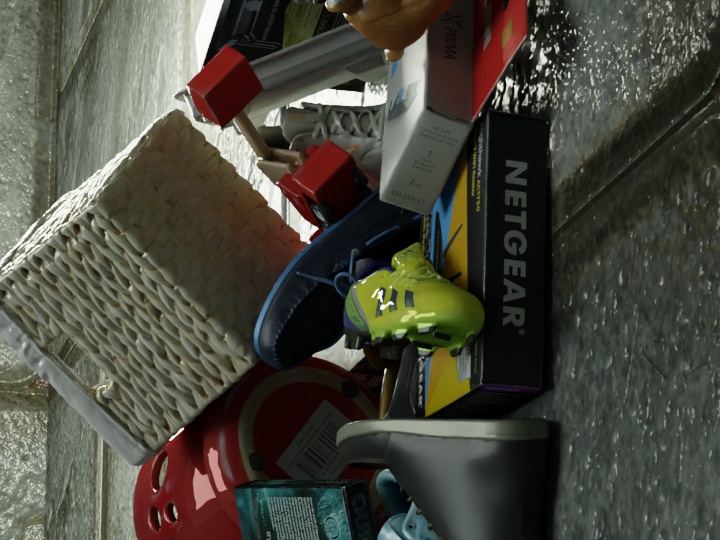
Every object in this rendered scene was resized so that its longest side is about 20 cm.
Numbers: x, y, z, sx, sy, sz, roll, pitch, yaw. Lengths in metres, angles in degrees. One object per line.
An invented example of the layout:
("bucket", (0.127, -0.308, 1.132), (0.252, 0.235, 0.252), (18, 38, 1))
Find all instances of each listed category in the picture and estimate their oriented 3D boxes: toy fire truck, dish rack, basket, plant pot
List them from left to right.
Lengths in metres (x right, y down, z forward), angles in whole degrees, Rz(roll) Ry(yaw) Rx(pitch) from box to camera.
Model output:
("basket", (-0.169, 0.010, 1.847), (0.161, 0.198, 0.200), (-39, 10, 31))
("plant pot", (-0.072, 0.176, 1.898), (0.183, 0.199, 0.202), (128, 144, -54))
("toy fire truck", (-0.051, -0.077, 1.823), (0.141, 0.049, 0.200), (35, 163, 36))
("dish rack", (-0.051, -0.162, 1.919), (0.172, 0.199, 0.044), (-7, -105, -85))

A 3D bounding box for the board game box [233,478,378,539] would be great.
("board game box", (-0.029, 0.258, 1.730), (0.135, 0.028, 0.202), (-6, 96, 48))

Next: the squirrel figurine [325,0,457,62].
("squirrel figurine", (0.005, -0.249, 1.685), (0.199, 0.141, 0.188), (-3, 70, 28))

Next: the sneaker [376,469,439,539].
("sneaker", (0.053, 0.216, 1.660), (0.200, 0.081, 0.074), (-110, 29, -55))

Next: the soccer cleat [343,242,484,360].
("soccer cleat", (0.036, 0.018, 1.624), (0.200, 0.064, 0.084), (170, 113, -71))

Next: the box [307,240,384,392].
("box", (-0.005, 0.026, 1.980), (0.200, 0.043, 0.162), (132, 140, -64))

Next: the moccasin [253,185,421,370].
("moccasin", (0.000, 0.000, 1.759), (0.068, 0.200, 0.081), (31, 164, 38))

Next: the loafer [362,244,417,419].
("loafer", (0.038, 0.056, 1.777), (0.073, 0.072, 0.201), (110, 159, -45))

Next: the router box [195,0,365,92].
("router box", (-0.048, -0.246, 2.006), (0.201, 0.156, 0.053), (115, 154, -49))

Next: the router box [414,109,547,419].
("router box", (0.086, 0.002, 1.658), (0.149, 0.051, 0.202), (140, 134, -67))

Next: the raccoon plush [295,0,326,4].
("raccoon plush", (0.001, -0.292, 1.809), (0.097, 0.199, 0.135), (-45, 61, 40))

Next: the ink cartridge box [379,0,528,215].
("ink cartridge box", (0.068, -0.170, 1.685), (0.201, 0.044, 0.177), (-86, 18, -50))

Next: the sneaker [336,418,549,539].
("sneaker", (0.052, 0.159, 1.617), (0.199, 0.074, 0.107), (-6, 83, 51))

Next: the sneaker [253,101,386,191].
("sneaker", (-0.014, -0.106, 1.868), (0.199, 0.092, 0.076), (-23, 40, 44))
